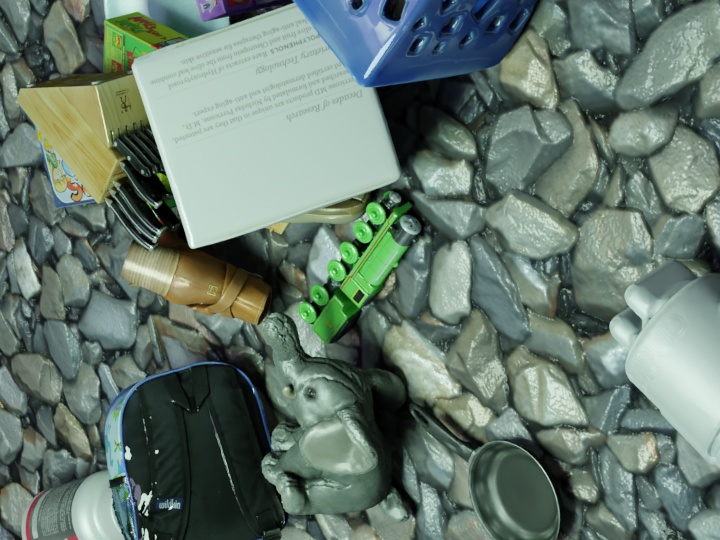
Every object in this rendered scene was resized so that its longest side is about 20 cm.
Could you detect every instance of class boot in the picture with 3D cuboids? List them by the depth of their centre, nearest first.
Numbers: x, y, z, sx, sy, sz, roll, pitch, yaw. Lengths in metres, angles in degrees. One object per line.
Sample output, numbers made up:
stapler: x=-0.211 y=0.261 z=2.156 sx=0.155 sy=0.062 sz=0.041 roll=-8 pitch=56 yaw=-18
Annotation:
boot: x=-0.165 y=0.004 z=1.774 sx=0.154 sy=0.200 sz=0.077 roll=19 pitch=90 yaw=-2

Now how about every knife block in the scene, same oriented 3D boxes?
knife block: x=-0.256 y=-0.111 z=1.712 sx=0.199 sy=0.064 sz=0.178 roll=5 pitch=110 yaw=45

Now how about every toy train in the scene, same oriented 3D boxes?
toy train: x=0.000 y=0.000 z=1.638 sx=0.056 sy=0.042 sz=0.200 roll=45 pitch=133 yaw=10

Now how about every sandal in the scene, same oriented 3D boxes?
sandal: x=-0.068 y=-0.066 z=1.665 sx=0.199 sy=0.080 sz=0.054 roll=12 pitch=136 yaw=38

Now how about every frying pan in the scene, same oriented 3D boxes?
frying pan: x=0.122 y=0.203 z=1.596 sx=0.189 sy=0.031 sz=0.116 roll=21 pitch=119 yaw=43

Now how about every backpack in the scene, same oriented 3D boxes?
backpack: x=-0.188 y=0.208 z=1.809 sx=0.147 sy=0.181 sz=0.202 roll=157 pitch=102 yaw=-68

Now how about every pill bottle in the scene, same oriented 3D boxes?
pill bottle: x=-0.318 y=0.302 z=2.027 sx=0.199 sy=0.110 sz=0.112 roll=-23 pitch=89 yaw=48

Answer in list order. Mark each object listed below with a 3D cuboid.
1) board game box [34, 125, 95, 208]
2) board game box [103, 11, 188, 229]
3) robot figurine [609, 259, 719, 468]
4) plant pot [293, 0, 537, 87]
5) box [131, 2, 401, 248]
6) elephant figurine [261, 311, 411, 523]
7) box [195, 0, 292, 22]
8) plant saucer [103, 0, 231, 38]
board game box: x=-0.291 y=-0.147 z=1.880 sx=0.199 sy=0.034 sz=0.137 roll=-6 pitch=101 yaw=47
board game box: x=-0.220 y=-0.154 z=1.741 sx=0.101 sy=0.047 sz=0.202 roll=29 pitch=127 yaw=34
robot figurine: x=0.288 y=0.083 z=1.318 sx=0.200 sy=0.112 sz=0.170 roll=45 pitch=147 yaw=24
plant pot: x=0.051 y=-0.288 z=1.365 sx=0.201 sy=0.199 sz=0.180 roll=53 pitch=128 yaw=17
box: x=-0.081 y=-0.131 z=1.499 sx=0.199 sy=0.198 sz=0.173 roll=-126 pitch=17 yaw=-87
elephant figurine: x=-0.022 y=0.146 z=1.639 sx=0.201 sy=0.154 sz=0.142 roll=107 pitch=148 yaw=-45
box: x=-0.115 y=-0.341 z=1.549 sx=0.039 sy=0.136 sz=0.202 roll=-11 pitch=97 yaw=46
plant saucer: x=-0.189 y=-0.265 z=1.727 sx=0.200 sy=0.038 sz=0.203 roll=20 pitch=120 yaw=40
